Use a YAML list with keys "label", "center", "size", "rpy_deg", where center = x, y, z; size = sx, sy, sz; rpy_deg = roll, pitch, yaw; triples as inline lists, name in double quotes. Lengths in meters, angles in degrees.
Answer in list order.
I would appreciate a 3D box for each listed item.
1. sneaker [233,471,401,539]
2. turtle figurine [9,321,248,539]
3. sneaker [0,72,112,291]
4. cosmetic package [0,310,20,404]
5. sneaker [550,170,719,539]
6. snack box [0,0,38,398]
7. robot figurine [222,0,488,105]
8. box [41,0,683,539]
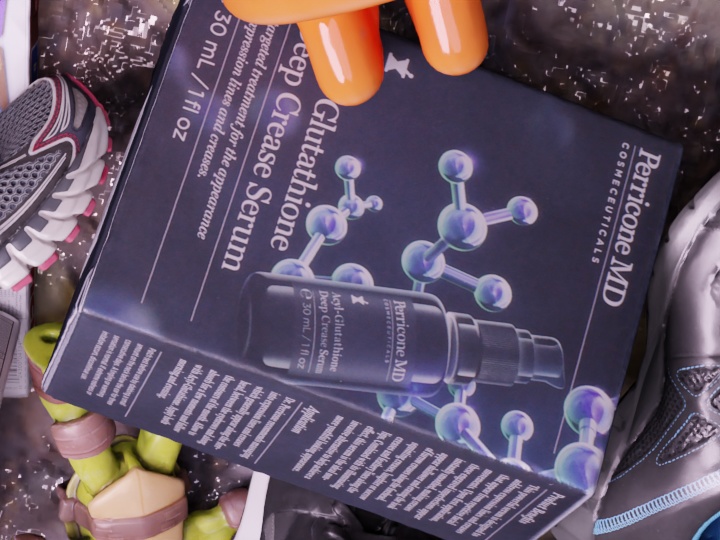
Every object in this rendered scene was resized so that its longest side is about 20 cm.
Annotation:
- label: "sneaker"
  center: [-0.013, 0.130, 0.986]
  size: [0.076, 0.087, 0.200]
  rpy_deg: [31, 88, -36]
- label: "turtle figurine"
  center: [-0.085, 0.090, 1.026]
  size: [0.199, 0.064, 0.162]
  rpy_deg: [-7, 120, -14]
- label: "sneaker"
  center: [-0.177, -0.009, 0.924]
  size: [0.200, 0.081, 0.075]
  rpy_deg: [-42, 116, -20]
- label: "cosmetic package"
  center: [-0.203, 0.108, 1.006]
  size: [0.051, 0.083, 0.200]
  rpy_deg: [26, 116, -11]
- label: "sneaker"
  center: [0.146, 0.041, 0.952]
  size: [0.082, 0.073, 0.201]
  rpy_deg: [37, 122, 31]
- label: "snack box"
  center: [-0.167, -0.046, 1.000]
  size: [0.072, 0.024, 0.201]
  rpy_deg: [3, 109, 1]
- label: "robot figurine"
  center: [-0.008, -0.162, 0.851]
  size: [0.144, 0.117, 0.201]
  rpy_deg: [-4, 109, 42]
- label: "box"
  center: [0.000, 0.000, 0.938]
  size: [0.199, 0.107, 0.149]
  rpy_deg: [20, 67, -8]
